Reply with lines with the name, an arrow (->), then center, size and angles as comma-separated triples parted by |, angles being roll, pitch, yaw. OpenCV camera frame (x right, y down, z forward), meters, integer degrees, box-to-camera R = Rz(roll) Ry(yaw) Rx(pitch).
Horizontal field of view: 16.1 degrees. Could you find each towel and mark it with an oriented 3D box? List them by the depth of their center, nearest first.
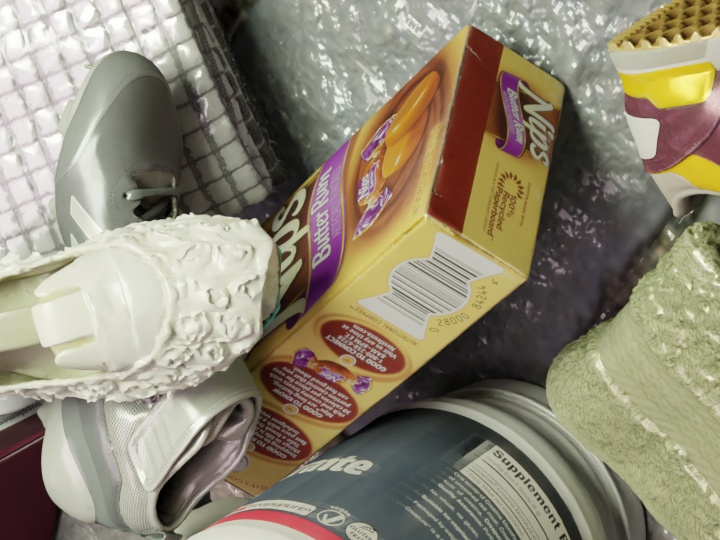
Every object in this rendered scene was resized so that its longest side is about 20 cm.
towel -> 0.171, 0.083, 1.015 | 0.200, 0.036, 0.148 | 47, 143, 6
towel -> -0.144, -0.095, 1.139 | 0.165, 0.086, 0.200 | -23, 96, 13

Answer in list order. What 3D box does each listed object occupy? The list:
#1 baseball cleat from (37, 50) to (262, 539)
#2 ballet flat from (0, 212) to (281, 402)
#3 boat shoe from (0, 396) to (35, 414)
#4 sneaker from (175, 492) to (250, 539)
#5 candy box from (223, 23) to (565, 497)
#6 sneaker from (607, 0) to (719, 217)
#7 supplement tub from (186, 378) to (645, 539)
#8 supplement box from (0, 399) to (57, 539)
baseball cleat -> -0.080, 0.012, 1.054 | 0.106, 0.070, 0.200 | 13, 104, 36
ballet flat -> -0.125, 0.025, 1.006 | 0.200, 0.072, 0.072 | -14, 101, 30
boat shoe -> -0.238, -0.001, 1.310 | 0.200, 0.072, 0.068 | 38, 131, 29
sneaker -> -0.066, 0.173, 1.240 | 0.199, 0.079, 0.130 | -31, 87, 43
candy box -> 0.000, 0.000, 1.077 | 0.056, 0.117, 0.200 | 31, 134, -17
sneaker -> 0.188, -0.061, 0.941 | 0.200, 0.075, 0.090 | 2, 119, 45
supplement tub -> 0.018, 0.138, 1.073 | 0.140, 0.200, 0.141 | 17, 119, 33
supplement box -> -0.256, 0.082, 1.346 | 0.200, 0.086, 0.110 | 33, 127, 24
